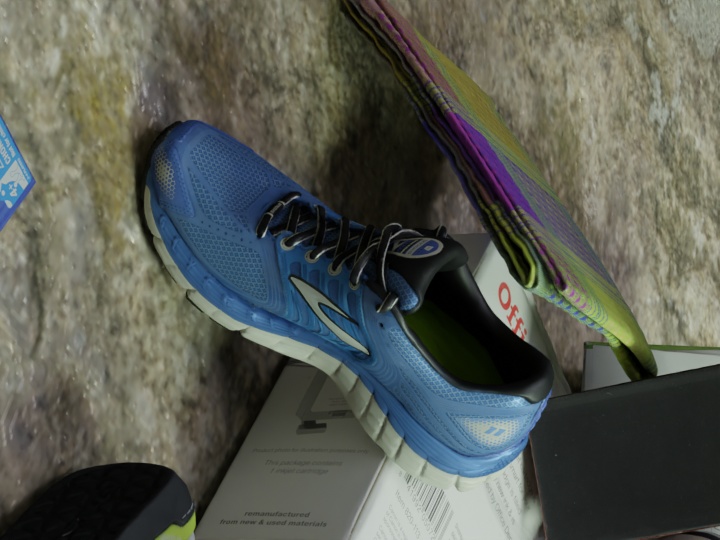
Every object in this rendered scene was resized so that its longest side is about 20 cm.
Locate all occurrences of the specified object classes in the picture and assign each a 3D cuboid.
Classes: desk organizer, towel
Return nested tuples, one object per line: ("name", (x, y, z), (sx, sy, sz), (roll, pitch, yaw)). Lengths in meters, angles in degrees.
("desk organizer", (0.184, 0.077, 1.107), (0.077, 0.200, 0.072), (8, 71, -63))
("towel", (0.067, -0.040, 1.143), (0.200, 0.023, 0.144), (59, 12, 31))

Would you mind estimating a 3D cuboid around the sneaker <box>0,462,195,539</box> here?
("sneaker", (-0.112, 0.142, 0.891), (0.200, 0.072, 0.083), (-36, 122, -54))

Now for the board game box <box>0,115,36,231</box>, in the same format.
("board game box", (-0.201, -0.041, 0.767), (0.200, 0.041, 0.200), (-61, 139, -41))

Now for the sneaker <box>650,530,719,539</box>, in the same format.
("sneaker", (0.093, 0.187, 1.143), (0.078, 0.200, 0.079), (53, 7, 15))

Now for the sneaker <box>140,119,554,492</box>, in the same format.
("sneaker", (0.000, 0.000, 1.004), (0.200, 0.089, 0.079), (37, 47, -2))

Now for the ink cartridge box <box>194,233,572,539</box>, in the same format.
("ink cartridge box", (0.020, 0.100, 1.108), (0.200, 0.083, 0.147), (-62, 139, -41))

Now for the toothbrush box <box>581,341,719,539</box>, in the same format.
("toothbrush box", (0.158, 0.118, 1.283), (0.200, 0.086, 0.146), (36, 56, -80))
